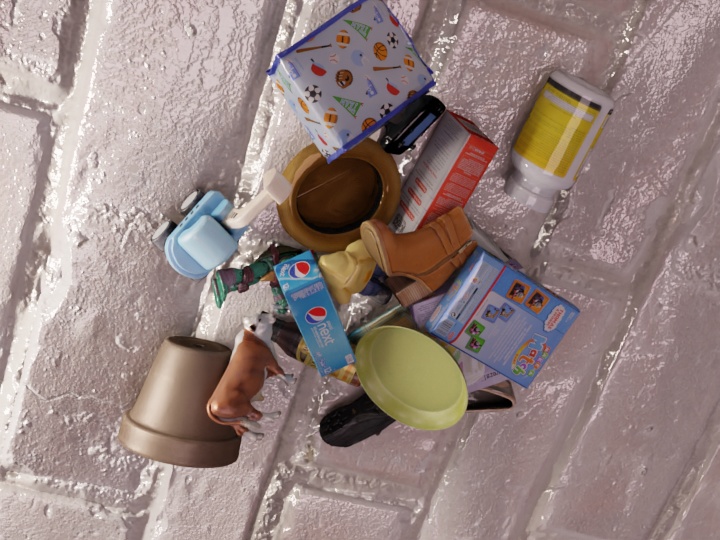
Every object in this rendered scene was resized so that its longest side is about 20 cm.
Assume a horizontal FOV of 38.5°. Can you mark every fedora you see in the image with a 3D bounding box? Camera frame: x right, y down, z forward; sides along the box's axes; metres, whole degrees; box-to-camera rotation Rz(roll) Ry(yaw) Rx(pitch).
[{"bbox_3d":[-0.039,-0.126,1.590,0.198,0.082,0.203,-6,113,-15],"label":"fedora"}]

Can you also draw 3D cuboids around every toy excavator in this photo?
[{"bbox_3d":[-0.199,-0.069,1.534,0.100,0.199,0.195,46,77,-24],"label":"toy excavator"}]

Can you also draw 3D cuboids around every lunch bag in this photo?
[{"bbox_3d":[-0.008,-0.281,1.481,0.199,0.124,0.171,-38,98,-14],"label":"lunch bag"}]

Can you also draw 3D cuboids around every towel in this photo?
[{"bbox_3d":[0.068,0.128,1.713,0.146,0.022,0.199,40,128,-22],"label":"towel"}]

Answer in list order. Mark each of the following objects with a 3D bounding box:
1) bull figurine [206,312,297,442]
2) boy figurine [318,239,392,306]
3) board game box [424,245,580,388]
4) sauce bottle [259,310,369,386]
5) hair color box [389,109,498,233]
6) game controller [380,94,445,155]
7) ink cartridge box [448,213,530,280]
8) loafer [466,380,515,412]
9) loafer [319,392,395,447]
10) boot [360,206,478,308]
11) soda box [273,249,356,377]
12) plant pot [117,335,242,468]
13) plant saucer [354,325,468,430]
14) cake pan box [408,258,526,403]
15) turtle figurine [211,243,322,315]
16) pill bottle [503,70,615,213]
[{"bbox_3d":[-0.166,0.166,1.621,0.121,0.201,0.065,34,150,-13],"label":"bull figurine"},{"bbox_3d":[0.000,0.000,1.590,0.064,0.200,0.125,39,98,23],"label":"boy figurine"},{"bbox_3d":[0.221,0.075,1.596,0.199,0.037,0.152,30,101,-20],"label":"board game box"},{"bbox_3d":[-0.081,0.126,1.694,0.198,0.066,0.067,22,110,-2],"label":"sauce bottle"},{"bbox_3d":[0.123,-0.134,1.598,0.061,0.102,0.201,20,111,-29],"label":"hair color box"},{"bbox_3d":[0.080,-0.212,1.513,0.104,0.200,0.042,-36,90,10],"label":"game controller"},{"bbox_3d":[0.191,0.027,1.694,0.146,0.083,0.200,-43,113,12],"label":"ink cartridge box"},{"bbox_3d":[0.173,0.216,1.790,0.197,0.063,0.073,-2,114,-8],"label":"loafer"},{"bbox_3d":[0.021,0.248,1.771,0.199,0.069,0.070,-29,136,22],"label":"loafer"},{"bbox_3d":[0.090,-0.047,1.528,0.154,0.074,0.201,-36,143,-4],"label":"boot"},{"bbox_3d":[-0.068,0.068,1.571,0.063,0.068,0.201,-23,134,-4],"label":"soda box"},{"bbox_3d":[-0.279,0.203,1.663,0.197,0.200,0.177,10,95,-13],"label":"plant pot"},{"bbox_3d":[0.083,0.162,1.615,0.198,0.031,0.202,18,130,22],"label":"plant saucer"},{"bbox_3d":[0.187,0.096,1.643,0.197,0.052,0.186,-17,114,-7],"label":"cake pan box"},{"bbox_3d":[-0.132,0.010,1.632,0.197,0.102,0.150,-11,151,-16],"label":"turtle figurine"},{"bbox_3d":[0.301,-0.196,1.593,0.111,0.112,0.202,20,110,-17],"label":"pill bottle"}]
